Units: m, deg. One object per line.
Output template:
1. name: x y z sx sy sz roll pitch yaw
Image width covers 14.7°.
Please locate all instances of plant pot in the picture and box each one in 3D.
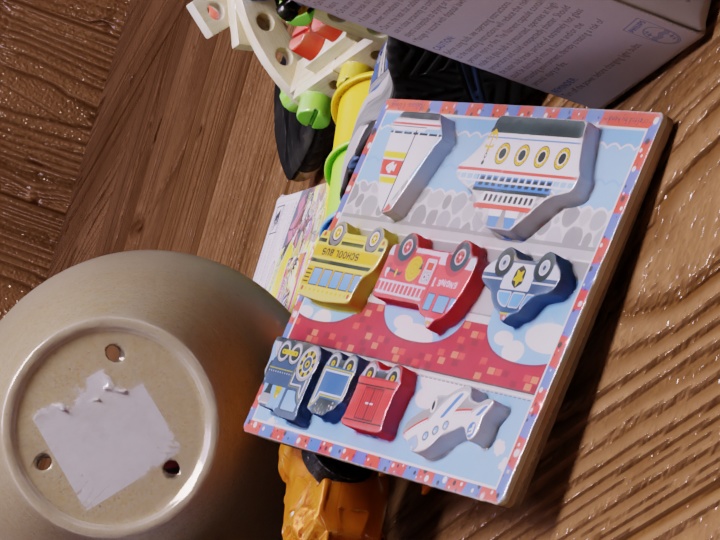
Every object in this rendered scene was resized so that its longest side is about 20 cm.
1. plant pot: -0.102 0.076 1.256 0.200 0.186 0.189 91 -163 -85

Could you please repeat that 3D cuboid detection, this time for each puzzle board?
1. puzzle board: 0.029 0.005 1.066 0.200 0.017 0.152 9 75 60

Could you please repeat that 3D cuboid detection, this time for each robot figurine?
1. robot figurine: 0.012 0.034 1.172 0.145 0.058 0.201 -52 20 37

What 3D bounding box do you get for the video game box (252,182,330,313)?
1. video game box: -0.038 0.055 1.450 0.182 0.047 0.201 167 121 -81

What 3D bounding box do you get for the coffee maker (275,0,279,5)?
1. coffee maker: 0.005 -0.226 1.476 0.200 0.134 0.193 120 164 -48

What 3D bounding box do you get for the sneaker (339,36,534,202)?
1. sneaker: 0.042 -0.103 1.228 0.200 0.075 0.077 124 163 -44

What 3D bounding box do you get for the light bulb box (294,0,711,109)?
1. light bulb box: 0.042 -0.193 1.049 0.125 0.199 0.200 142 146 -71

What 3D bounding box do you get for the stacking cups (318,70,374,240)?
1. stacking cups: 0.000 0.000 1.302 0.061 0.060 0.201 123 163 -51

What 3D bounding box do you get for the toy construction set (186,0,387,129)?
1. toy construction set: -0.017 -0.128 1.399 0.200 0.131 0.093 -9 57 64

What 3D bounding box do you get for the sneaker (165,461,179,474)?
1. sneaker: -0.116 0.110 1.406 0.077 0.084 0.201 145 141 -74

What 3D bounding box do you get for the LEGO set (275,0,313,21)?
1. LEGO set: 0.011 -0.215 1.222 0.201 0.153 0.116 -56 14 26

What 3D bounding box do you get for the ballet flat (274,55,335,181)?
1. ballet flat: -0.009 -0.129 1.657 0.067 0.056 0.201 62 145 37
